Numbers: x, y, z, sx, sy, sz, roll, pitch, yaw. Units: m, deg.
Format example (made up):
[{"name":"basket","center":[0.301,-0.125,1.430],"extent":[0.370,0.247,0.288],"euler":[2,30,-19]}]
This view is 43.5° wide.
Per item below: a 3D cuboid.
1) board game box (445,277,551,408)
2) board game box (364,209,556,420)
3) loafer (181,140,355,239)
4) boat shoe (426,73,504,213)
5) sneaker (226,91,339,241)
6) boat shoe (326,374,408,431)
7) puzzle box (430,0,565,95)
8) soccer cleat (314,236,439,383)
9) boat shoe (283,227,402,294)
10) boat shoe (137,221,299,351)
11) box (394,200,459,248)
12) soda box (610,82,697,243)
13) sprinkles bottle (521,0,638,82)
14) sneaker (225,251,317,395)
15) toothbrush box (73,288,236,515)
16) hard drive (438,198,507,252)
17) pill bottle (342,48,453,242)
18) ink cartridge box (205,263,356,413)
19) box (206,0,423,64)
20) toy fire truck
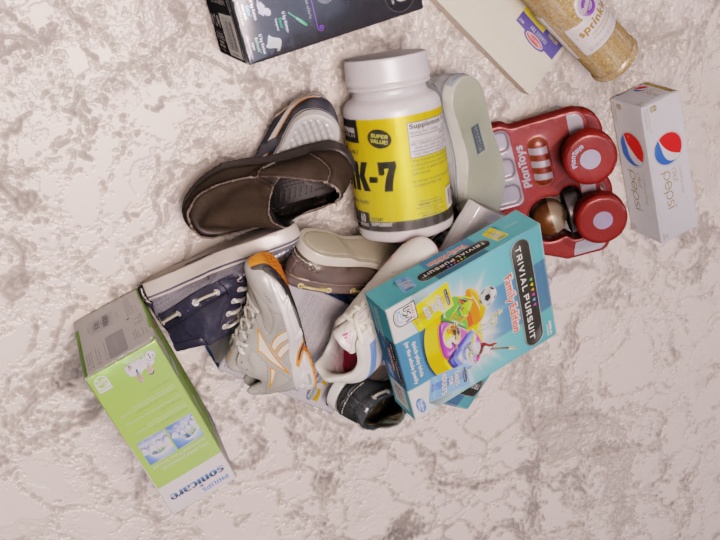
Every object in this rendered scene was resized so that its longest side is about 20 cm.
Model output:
[{"name":"board game box","center":[0.144,0.070,1.106],"extent":[0.201,0.047,0.151],"euler":[-58,151,5]},{"name":"board game box","center":[0.114,0.048,0.979],"extent":[0.199,0.047,0.152],"euler":[-28,124,-17]},{"name":"loafer","center":[-0.102,-0.079,0.948],"extent":[0.198,0.072,0.073],"euler":[-20,126,15]},{"name":"boat shoe","center":[0.122,-0.145,1.091],"extent":[0.070,0.071,0.203],"euler":[-31,124,-25]},{"name":"sneaker","center":[-0.086,-0.112,1.017],"extent":[0.078,0.080,0.200],"euler":[28,122,-22]},{"name":"boat shoe","center":[0.030,0.170,1.130],"extent":[0.199,0.060,0.076],"euler":[10,110,-59]},{"name":"puzzle box","center":[0.176,-0.321,1.070],"extent":[0.199,0.025,0.133],"euler":[37,92,-30]},{"name":"soccer cleat","center":[0.019,0.051,0.997],"extent":[0.086,0.070,0.201],"euler":[-4,132,-52]},{"name":"boat shoe","center":[0.000,0.000,1.051],"extent":[0.198,0.072,0.060],"euler":[8,125,-39]},{"name":"boat shoe","center":[-0.143,0.019,1.003],"extent":[0.198,0.075,0.094],"euler":[-21,102,18]},{"name":"box","center":[0.113,0.005,1.163],"extent":[0.110,0.035,0.201],"euler":[-40,119,-5]},{"name":"soda box","center":[0.394,-0.143,1.206],"extent":[0.063,0.068,0.202],"euler":[-25,117,-12]},{"name":"sprinkles bottle","center":[0.242,-0.305,1.052],"extent":[0.199,0.068,0.069],"euler":[35,94,-30]},{"name":"sneaker","center":[-0.107,0.070,0.970],"extent":[0.091,0.076,0.201],"euler":[-17,132,-6]},{"name":"toothbrush box","center":[-0.230,0.144,1.008],"extent":[0.086,0.146,0.201],"euler":[-30,119,-9]},{"name":"hard drive","center":[0.113,0.015,1.094],"extent":[0.131,0.026,0.201],"euler":[12,111,-59]},{"name":"pill bottle","center":[0.040,-0.143,1.026],"extent":[0.113,0.114,0.202],"euler":[-14,108,-17]},{"name":"ink cartridge box","center":[-0.067,0.082,1.093],"extent":[0.199,0.076,0.137],"euler":[26,99,-27]},{"name":"box","center":[-0.054,-0.296,0.927],"extent":[0.198,0.122,0.107],"euler":[-21,116,-14]},{"name":"toy fire truck","center":[0.239,-0.107,1.146],"extent":[0.166,0.112,0.202],"euler":[-14,116,9]}]
